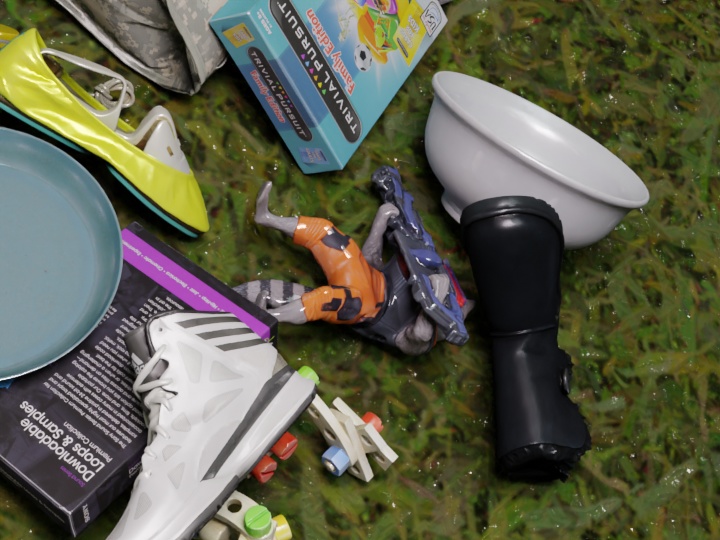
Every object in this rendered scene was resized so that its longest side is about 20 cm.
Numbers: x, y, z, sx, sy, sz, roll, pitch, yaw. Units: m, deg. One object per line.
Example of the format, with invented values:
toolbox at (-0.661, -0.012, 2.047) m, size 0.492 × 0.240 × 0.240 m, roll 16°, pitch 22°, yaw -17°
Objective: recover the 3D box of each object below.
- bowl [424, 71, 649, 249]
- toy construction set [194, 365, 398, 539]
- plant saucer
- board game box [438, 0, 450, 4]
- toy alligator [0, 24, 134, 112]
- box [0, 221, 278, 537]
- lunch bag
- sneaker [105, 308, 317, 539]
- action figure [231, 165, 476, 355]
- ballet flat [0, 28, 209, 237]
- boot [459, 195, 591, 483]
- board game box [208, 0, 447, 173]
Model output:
bowl at (0.127, -0.074, 1.086) m, size 0.199 × 0.091 × 0.202 m, roll 25°, pitch 21°, yaw -10°
toy construction set at (-0.063, 0.136, 0.916) m, size 0.131 × 0.093 × 0.199 m, roll 34°, pitch 45°, yaw 22°
plant saucer at (-0.259, -0.010, 0.891) m, size 0.197 × 0.028 × 0.202 m, roll 8°, pitch 58°, yaw -12°
board game box at (0.036, -0.356, 1.135) m, size 0.041 × 0.200 × 0.201 m, roll -21°, pitch 75°, yaw -7°
toy alligator at (-0.266, -0.151, 0.982) m, size 0.198 × 0.060 × 0.054 m, roll 8°, pitch 19°, yaw -29°
box at (-0.171, 0.066, 0.897) m, size 0.142 × 0.036 × 0.200 m, roll 32°, pitch 54°, yaw 22°
lunch bag at (-0.155, -0.256, 1.046) m, size 0.200 × 0.117 × 0.165 m, roll 40°, pitch 53°, yaw -12°
sneaker at (-0.124, 0.101, 0.818) m, size 0.115 × 0.076 × 0.201 m, roll 43°, pitch 51°, yaw -1°
action figure at (0.000, 0.000, 1.032) m, size 0.192 × 0.105 × 0.201 m, roll 20°, pitch 32°, yaw -24°
ballet flat at (-0.176, -0.101, 0.962) m, size 0.199 × 0.067 × 0.067 m, roll 36°, pitch 99°, yaw -21°
boot at (0.126, 0.058, 0.997) m, size 0.075 × 0.201 × 0.170 m, roll -8°, pitch 63°, yaw 10°
board game box at (-0.018, -0.203, 1.083) m, size 0.152 × 0.047 × 0.201 m, roll 57°, pitch 49°, yaw -31°
